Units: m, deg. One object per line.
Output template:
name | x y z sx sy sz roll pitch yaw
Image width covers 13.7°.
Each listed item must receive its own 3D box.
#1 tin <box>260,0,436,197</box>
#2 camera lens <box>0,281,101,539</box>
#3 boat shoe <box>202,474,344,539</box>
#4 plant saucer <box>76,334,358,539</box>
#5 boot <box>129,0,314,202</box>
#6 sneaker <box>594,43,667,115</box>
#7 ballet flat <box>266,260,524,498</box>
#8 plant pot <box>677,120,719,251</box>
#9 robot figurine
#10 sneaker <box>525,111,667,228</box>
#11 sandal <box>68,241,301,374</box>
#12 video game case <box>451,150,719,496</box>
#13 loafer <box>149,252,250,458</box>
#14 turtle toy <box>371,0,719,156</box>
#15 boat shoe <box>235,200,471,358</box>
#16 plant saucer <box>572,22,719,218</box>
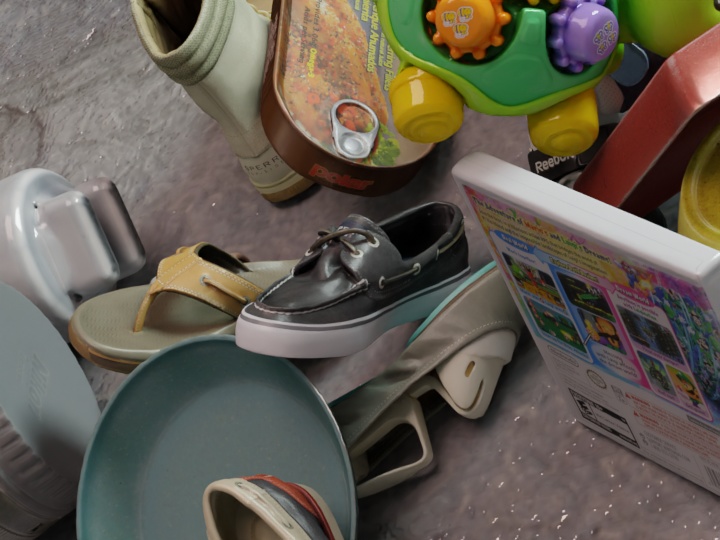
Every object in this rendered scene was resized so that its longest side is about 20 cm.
tin | -0.003 -0.128 1.871 0.042 0.111 0.201 114 166 -46
camera lens | -0.275 0.115 1.832 0.200 0.160 0.160 -30 39 16
boat shoe | -0.020 0.190 1.562 0.071 0.062 0.200 -42 59 21
plant saucer | -0.073 0.137 1.674 0.199 0.036 0.201 -3 84 35
boot | -0.082 -0.159 1.928 0.072 0.155 0.201 -25 40 22
sneaker | 0.121 -0.185 1.653 0.146 0.201 0.081 -23 -2 20
ballet flat | 0.037 0.072 1.688 0.200 0.067 0.064 -39 65 7
plant pot | 0.237 -0.012 1.507 0.199 0.142 0.201 -25 40 23
robot figurine | -0.239 0.006 1.944 0.199 0.113 0.170 -22 2 26
sneaker | 0.124 -0.065 1.709 0.074 0.089 0.201 -24 42 23
sandal | -0.080 0.011 1.765 0.199 0.054 0.080 -12 33 -22
video game case | 0.143 0.036 1.514 0.024 0.182 0.200 -40 35 -18
loafer | -0.081 0.053 1.798 0.063 0.072 0.200 -29 36 6
turtle toy | 0.097 -0.142 1.549 0.101 0.199 0.146 120 150 -55
boat shoe | 0.000 0.000 1.683 0.070 0.067 0.200 13 19 36
plant saucer | 0.200 -0.101 1.568 0.200 0.037 0.200 -35 -10 -25
